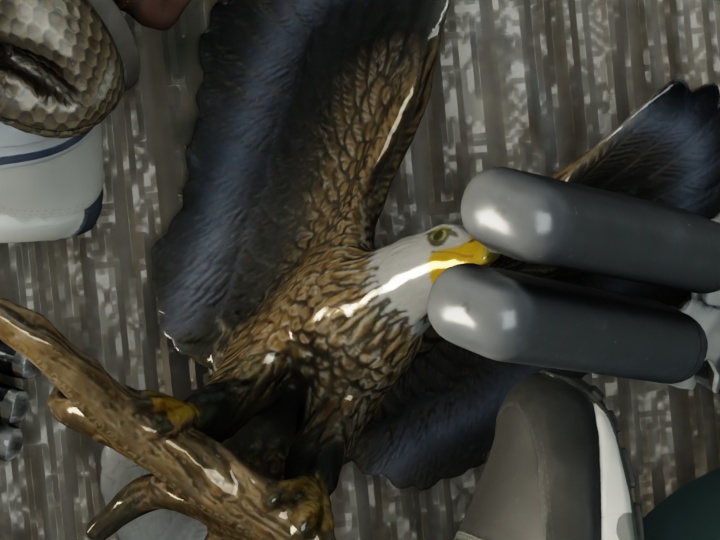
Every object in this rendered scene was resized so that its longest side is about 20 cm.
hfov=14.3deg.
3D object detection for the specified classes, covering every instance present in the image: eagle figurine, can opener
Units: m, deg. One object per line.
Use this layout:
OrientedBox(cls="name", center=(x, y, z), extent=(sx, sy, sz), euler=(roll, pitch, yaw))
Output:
OrientedBox(cls="eagle figurine", center=(0.006, 0.000, 0.827), extent=(0.200, 0.151, 0.152), euler=(-56, 139, -34))
OrientedBox(cls="can opener", center=(0.096, 0.012, 0.793), extent=(0.067, 0.200, 0.053), euler=(23, 97, 31))

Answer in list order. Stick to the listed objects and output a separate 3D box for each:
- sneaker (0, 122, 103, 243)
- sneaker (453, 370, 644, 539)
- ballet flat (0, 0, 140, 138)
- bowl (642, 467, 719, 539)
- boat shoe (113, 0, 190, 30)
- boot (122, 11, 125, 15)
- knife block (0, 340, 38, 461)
OrientedBox(cls="sneaker", center=(-0.170, -0.030, 0.828), extent=(0.199, 0.073, 0.071), euler=(1, 125, 9))
OrientedBox(cls="sneaker", center=(0.019, 0.122, 0.754), extent=(0.087, 0.076, 0.201), euler=(9, 82, -9))
OrientedBox(cls="ballet flat", center=(-0.141, -0.107, 0.775), extent=(0.200, 0.067, 0.046), euler=(45, 64, 9))
OrientedBox(cls="bowl", center=(0.134, 0.129, 0.815), extent=(0.200, 0.105, 0.202), euler=(-3, 96, -36))
OrientedBox(cls="boat shoe", center=(-0.022, -0.151, 0.815), extent=(0.070, 0.070, 0.200), euler=(38, 70, -1))
OrientedBox(cls="boot", center=(-0.130, -0.150, 0.813), extent=(0.073, 0.096, 0.200), euler=(-32, 94, -2))
OrientedBox(cls="knife block", center=(-0.200, 0.017, 0.830), extent=(0.175, 0.064, 0.200), euler=(-31, 93, -3))
